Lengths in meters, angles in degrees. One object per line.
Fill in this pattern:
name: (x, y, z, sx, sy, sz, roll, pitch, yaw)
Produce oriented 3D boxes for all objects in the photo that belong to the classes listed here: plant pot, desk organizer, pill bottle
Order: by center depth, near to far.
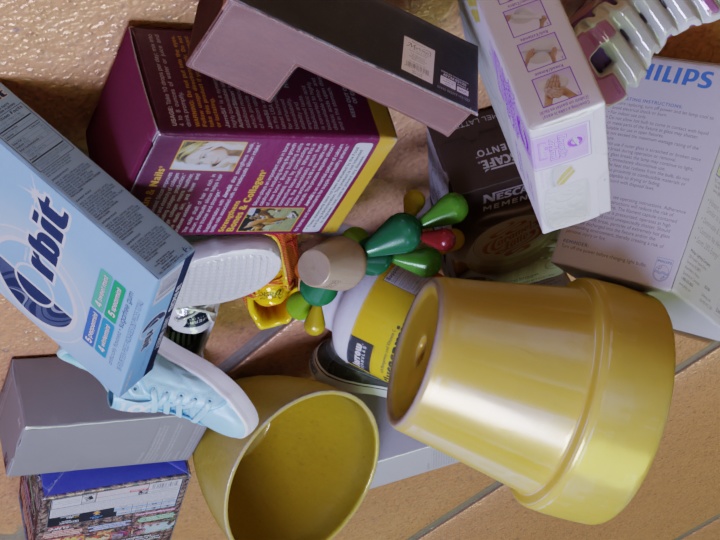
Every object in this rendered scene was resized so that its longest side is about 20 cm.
desk organizer: (-0.018, -0.154, 1.021, 0.199, 0.072, 0.077, 22, 138, -21)
plant pot: (0.130, 0.090, 1.173, 0.188, 0.201, 0.201, 17, 141, -11)
pill bottle: (0.044, 0.052, 1.337, 0.112, 0.199, 0.112, -56, 162, -29)
plant pot: (-0.101, 0.190, 1.513, 0.200, 0.142, 0.201, -21, 124, -34)

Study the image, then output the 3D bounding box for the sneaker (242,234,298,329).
sneaker: (-0.081, -0.016, 1.277, 0.073, 0.077, 0.200, -15, 149, -3)

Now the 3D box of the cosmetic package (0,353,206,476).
cosmetic package: (-0.259, 0.142, 1.433, 0.199, 0.090, 0.107, 2, 145, -27)

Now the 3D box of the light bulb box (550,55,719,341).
light bulb box: (0.292, -0.060, 1.268, 0.124, 0.201, 0.198, 16, 172, 37)

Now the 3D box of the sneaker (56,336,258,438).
sneaker: (-0.192, 0.109, 1.310, 0.200, 0.082, 0.074, 33, 147, -1)

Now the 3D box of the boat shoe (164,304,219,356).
boat shoe: (-0.155, 0.027, 1.314, 0.073, 0.067, 0.200, -10, 150, -15)

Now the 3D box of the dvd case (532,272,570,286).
dvd case: (0.159, 0.066, 1.440, 0.150, 0.200, 0.025, -19, 123, 1)

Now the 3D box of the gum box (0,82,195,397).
gum box: (-0.228, -0.020, 1.074, 0.045, 0.200, 0.170, -42, 168, -38)

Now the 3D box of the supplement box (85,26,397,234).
supplement box: (-0.094, -0.103, 1.093, 0.199, 0.104, 0.131, -1, 148, -30)

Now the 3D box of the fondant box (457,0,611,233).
fondant box: (0.123, -0.150, 1.042, 0.058, 0.201, 0.144, -19, 150, 1)

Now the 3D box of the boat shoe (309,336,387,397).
boat shoe: (0.043, 0.101, 1.550, 0.199, 0.071, 0.064, 5, 144, -33)

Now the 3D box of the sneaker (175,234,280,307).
sneaker: (-0.160, -0.016, 1.191, 0.199, 0.082, 0.074, -11, 150, 19)

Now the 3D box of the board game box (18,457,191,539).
board game box: (-0.286, 0.238, 1.563, 0.159, 0.097, 0.200, -6, 148, -21)

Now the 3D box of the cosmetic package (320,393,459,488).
cosmetic package: (0.043, 0.176, 1.637, 0.199, 0.113, 0.081, -17, 151, -8)

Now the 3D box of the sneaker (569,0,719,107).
sneaker: (0.228, -0.214, 1.132, 0.200, 0.088, 0.081, -39, 108, -1)

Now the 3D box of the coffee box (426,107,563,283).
coffee box: (0.127, -0.061, 1.315, 0.114, 0.080, 0.200, -17, 150, -4)

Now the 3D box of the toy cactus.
toy cactus: (0.000, 0.000, 1.211, 0.199, 0.103, 0.165, -20, 176, 28)
